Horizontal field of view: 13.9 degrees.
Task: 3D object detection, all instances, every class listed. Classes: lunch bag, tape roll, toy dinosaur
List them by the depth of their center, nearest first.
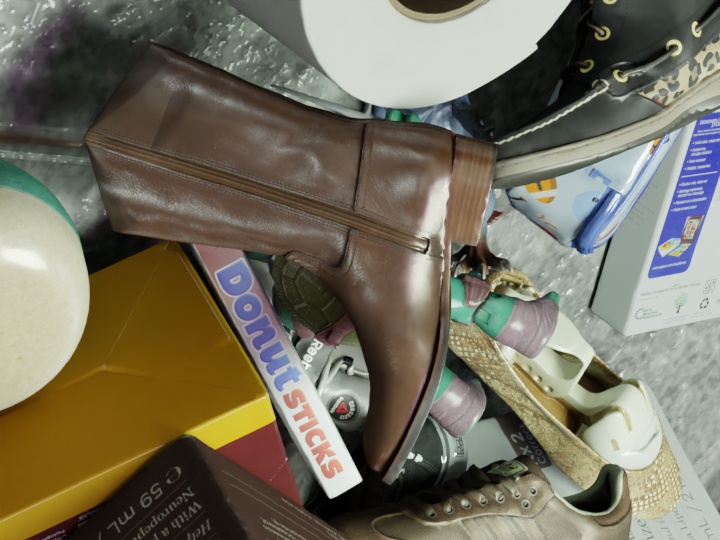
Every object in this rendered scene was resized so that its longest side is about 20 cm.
[{"bbox_3d":[0.011,-0.200,1.468,0.202,0.139,0.203,-25,135,-28],"label":"tape roll"},{"bbox_3d":[0.024,-0.079,1.651,0.105,0.200,0.182,-8,106,3],"label":"toy dinosaur"},{"bbox_3d":[0.160,-0.105,1.691,0.200,0.075,0.160,-56,173,0],"label":"lunch bag"}]

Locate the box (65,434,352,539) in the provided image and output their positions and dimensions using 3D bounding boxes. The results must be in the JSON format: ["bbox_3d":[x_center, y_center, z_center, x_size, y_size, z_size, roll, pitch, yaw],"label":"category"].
[{"bbox_3d":[-0.058,0.223,1.441,0.166,0.200,0.164,-43,135,8],"label":"box"}]

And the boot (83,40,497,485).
[{"bbox_3d":[-0.048,-0.004,1.465,0.199,0.064,0.187,14,95,-3],"label":"boot"}]

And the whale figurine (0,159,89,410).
[{"bbox_3d":[-0.235,0.006,1.445,0.199,0.104,0.159,-10,131,-8],"label":"whale figurine"}]

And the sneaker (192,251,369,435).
[{"bbox_3d":[-0.033,0.049,1.661,0.200,0.088,0.074,18,108,-47],"label":"sneaker"}]

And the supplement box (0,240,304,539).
[{"bbox_3d":[-0.138,0.129,1.553,0.197,0.133,0.200,-25,136,-10],"label":"supplement box"}]

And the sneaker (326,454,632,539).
[{"bbox_3d":[0.064,0.135,1.633,0.199,0.070,0.076,7,100,-35],"label":"sneaker"}]

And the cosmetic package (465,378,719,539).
[{"bbox_3d":[0.100,0.190,1.794,0.200,0.165,0.165,-13,155,-39],"label":"cosmetic package"}]

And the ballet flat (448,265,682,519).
[{"bbox_3d":[0.124,0.071,1.716,0.200,0.065,0.071,40,57,-14],"label":"ballet flat"}]

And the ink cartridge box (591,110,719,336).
[{"bbox_3d":[0.215,-0.057,1.852,0.099,0.039,0.201,-8,126,-40],"label":"ink cartridge box"}]

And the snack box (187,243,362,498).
[{"bbox_3d":[-0.057,0.025,1.571,0.024,0.072,0.200,-28,114,-3],"label":"snack box"}]

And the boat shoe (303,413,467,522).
[{"bbox_3d":[-0.012,0.149,1.693,0.056,0.069,0.200,-1,139,-40],"label":"boat shoe"}]

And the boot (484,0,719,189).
[{"bbox_3d":[0.126,-0.139,1.554,0.200,0.073,0.151,-25,94,-18],"label":"boot"}]

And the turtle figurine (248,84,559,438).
[{"bbox_3d":[0.000,0.000,1.566,0.200,0.101,0.150,36,130,-15],"label":"turtle figurine"}]
